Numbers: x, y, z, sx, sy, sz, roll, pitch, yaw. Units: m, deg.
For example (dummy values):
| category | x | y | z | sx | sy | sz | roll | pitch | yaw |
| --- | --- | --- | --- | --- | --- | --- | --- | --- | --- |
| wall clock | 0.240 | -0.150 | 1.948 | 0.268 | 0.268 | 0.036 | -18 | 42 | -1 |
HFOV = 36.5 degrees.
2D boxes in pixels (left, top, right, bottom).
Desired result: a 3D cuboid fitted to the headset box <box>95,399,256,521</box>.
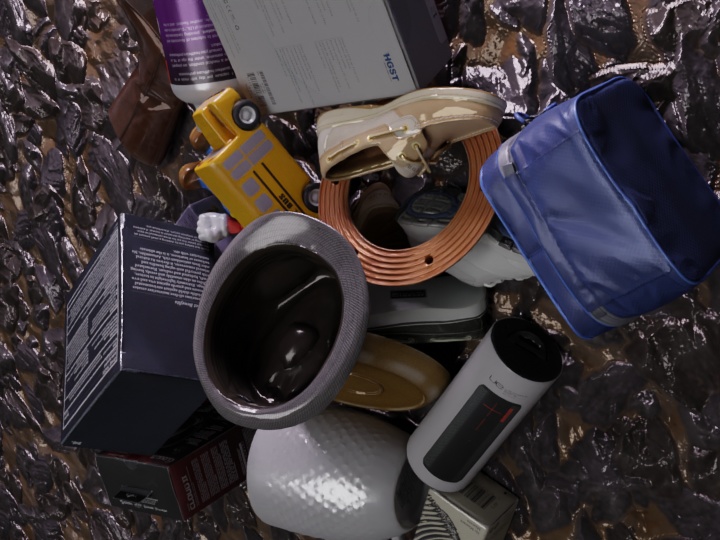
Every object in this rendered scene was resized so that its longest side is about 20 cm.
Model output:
| category | x | y | z | sx | sy | sz | roll | pitch | yaw |
| --- | --- | --- | --- | --- | --- | --- | --- | --- | --- |
| headset box | -0.218 | 0.234 | 1.362 | 0.148 | 0.200 | 0.078 | -2 | 109 | 41 |

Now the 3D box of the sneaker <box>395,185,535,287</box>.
| category | x | y | z | sx | sy | sz | roll | pitch | yaw |
| --- | --- | --- | --- | --- | --- | --- | --- | --- | --- |
| sneaker | 0.129 | -0.024 | 1.035 | 0.199 | 0.075 | 0.087 | 16 | 139 | 37 |

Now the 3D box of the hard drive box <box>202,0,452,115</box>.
| category | x | y | z | sx | sy | sz | roll | pitch | yaw |
| --- | --- | --- | --- | --- | --- | --- | --- | --- | --- |
| hard drive box | -0.036 | -0.238 | 1.019 | 0.199 | 0.077 | 0.156 | 0 | 126 | 36 |

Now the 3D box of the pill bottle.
| category | x | y | z | sx | sy | sz | roll | pitch | yaw |
| --- | --- | --- | --- | --- | --- | --- | --- | --- | --- |
| pill bottle | -0.152 | -0.250 | 1.131 | 0.112 | 0.112 | 0.201 | 7 | 114 | 39 |

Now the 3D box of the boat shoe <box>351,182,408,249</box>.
| category | x | y | z | sx | sy | sz | roll | pitch | yaw |
| --- | --- | --- | --- | --- | --- | --- | --- | --- | --- |
| boat shoe | 0.000 | 0.000 | 1.159 | 0.065 | 0.071 | 0.201 | -107 | 33 | -48 |

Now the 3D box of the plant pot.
| category | x | y | z | sx | sy | sz | roll | pitch | yaw |
| --- | --- | --- | --- | --- | --- | --- | --- | --- | --- |
| plant pot | -0.005 | 0.108 | 1.141 | 0.199 | 0.028 | 0.200 | 12 | 158 | 5 |

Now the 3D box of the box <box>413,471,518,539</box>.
| category | x | y | z | sx | sy | sz | roll | pitch | yaw |
| --- | --- | --- | --- | --- | --- | --- | --- | --- | --- |
| box | 0.102 | 0.315 | 1.210 | 0.082 | 0.068 | 0.201 | 31 | 127 | 26 |

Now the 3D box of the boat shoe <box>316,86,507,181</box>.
| category | x | y | z | sx | sy | sz | roll | pitch | yaw |
| --- | --- | --- | --- | --- | --- | --- | --- | --- | --- |
| boat shoe | 0.044 | -0.118 | 0.997 | 0.199 | 0.074 | 0.070 | -6 | 74 | 39 |

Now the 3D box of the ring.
| category | x | y | z | sx | sy | sz | roll | pitch | yaw |
| --- | --- | --- | --- | --- | --- | --- | --- | --- | --- |
| ring | 0.047 | -0.080 | 1.032 | 0.199 | 0.019 | 0.202 | -11 | 69 | 29 |

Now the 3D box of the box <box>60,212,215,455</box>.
| category | x | y | z | sx | sy | sz | roll | pitch | yaw |
| --- | --- | --- | --- | --- | --- | --- | --- | --- | --- |
| box | -0.254 | 0.079 | 1.247 | 0.200 | 0.123 | 0.199 | -45 | 42 | 45 |

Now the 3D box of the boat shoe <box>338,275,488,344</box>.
| category | x | y | z | sx | sy | sz | roll | pitch | yaw |
| --- | --- | --- | --- | --- | --- | --- | --- | --- | --- |
| boat shoe | 0.029 | 0.048 | 1.097 | 0.199 | 0.071 | 0.064 | 0 | 127 | 7 |

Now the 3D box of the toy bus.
| category | x | y | z | sx | sy | sz | roll | pitch | yaw |
| --- | --- | --- | --- | --- | --- | --- | --- | --- | --- |
| toy bus | -0.096 | -0.084 | 1.092 | 0.200 | 0.078 | 0.065 | 49 | 161 | -16 |

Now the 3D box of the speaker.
| category | x | y | z | sx | sy | sz | roll | pitch | yaw |
| --- | --- | --- | --- | --- | --- | --- | --- | --- | --- |
| speaker | 0.122 | 0.137 | 1.099 | 0.081 | 0.081 | 0.200 | 45 | 132 | 16 |

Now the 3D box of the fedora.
| category | x | y | z | sx | sy | sz | roll | pitch | yaw |
| --- | --- | --- | --- | --- | --- | --- | --- | --- | --- |
| fedora | -0.063 | 0.054 | 1.023 | 0.176 | 0.090 | 0.201 | 19 | 86 | 25 |

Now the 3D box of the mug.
| category | x | y | z | sx | sy | sz | roll | pitch | yaw |
| --- | --- | --- | --- | --- | --- | --- | --- | --- | --- |
| mug | -0.010 | 0.252 | 1.230 | 0.174 | 0.148 | 0.201 | 5 | 120 | 32 |

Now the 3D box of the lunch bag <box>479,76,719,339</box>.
| category | x | y | z | sx | sy | sz | roll | pitch | yaw |
| --- | --- | --- | --- | --- | --- | --- | --- | --- | --- |
| lunch bag | 0.192 | -0.054 | 0.901 | 0.132 | 0.136 | 0.201 | -37 | 82 | 42 |

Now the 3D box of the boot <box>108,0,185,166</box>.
| category | x | y | z | sx | sy | sz | roll | pitch | yaw |
| --- | --- | --- | --- | --- | --- | --- | --- | --- | --- |
| boot | -0.267 | -0.241 | 1.280 | 0.187 | 0.064 | 0.200 | 53 | 139 | 12 |

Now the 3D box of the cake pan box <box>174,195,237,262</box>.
| category | x | y | z | sx | sy | sz | roll | pitch | yaw |
| --- | --- | --- | --- | --- | --- | --- | --- | --- | --- |
| cake pan box | -0.175 | 0.039 | 1.337 | 0.200 | 0.052 | 0.184 | 55 | 137 | 7 |

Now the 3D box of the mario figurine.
| category | x | y | z | sx | sy | sz | roll | pitch | yaw |
| --- | --- | --- | --- | --- | --- | --- | --- | --- | --- |
| mario figurine | -0.130 | -0.081 | 1.194 | 0.200 | 0.106 | 0.124 | 38 | 157 | 30 |
